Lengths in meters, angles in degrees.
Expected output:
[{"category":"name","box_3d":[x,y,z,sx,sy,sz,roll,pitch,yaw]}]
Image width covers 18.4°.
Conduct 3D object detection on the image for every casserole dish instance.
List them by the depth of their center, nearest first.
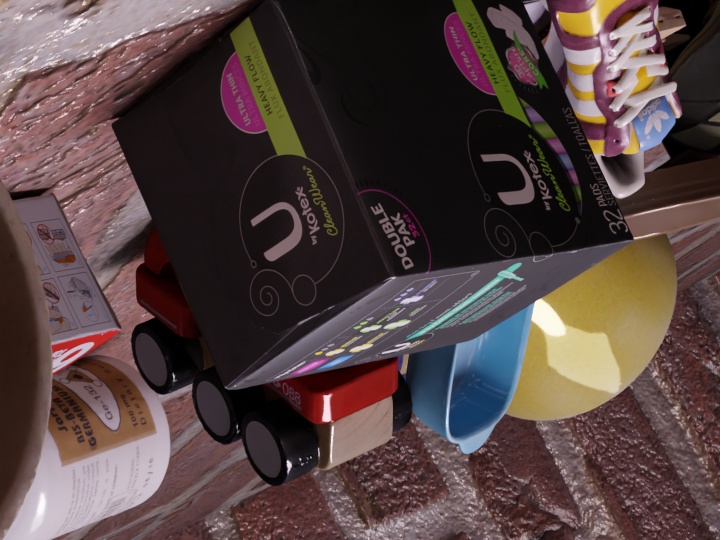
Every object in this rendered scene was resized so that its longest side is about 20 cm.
[{"category":"casserole dish","box_3d":[0.070,0.008,1.316,0.039,0.201,0.121,16,-165,22]}]

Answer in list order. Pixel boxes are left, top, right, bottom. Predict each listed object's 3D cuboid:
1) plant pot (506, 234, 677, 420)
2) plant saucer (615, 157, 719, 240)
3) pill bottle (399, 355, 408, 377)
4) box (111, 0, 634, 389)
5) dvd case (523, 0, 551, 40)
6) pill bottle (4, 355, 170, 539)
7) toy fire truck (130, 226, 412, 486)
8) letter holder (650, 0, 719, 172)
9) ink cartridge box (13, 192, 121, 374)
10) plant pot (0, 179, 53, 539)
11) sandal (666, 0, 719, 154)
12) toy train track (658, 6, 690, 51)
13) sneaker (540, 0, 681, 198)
[{"category":"plant pot","box_3d":[0.123,-0.002,1.700,0.200,0.200,0.142,-30,145,18]},{"category":"plant saucer","box_3d":[0.182,-0.041,1.430,0.199,0.030,0.200,-12,176,-1]},{"category":"pill bottle","box_3d":[-0.013,0.055,1.774,0.112,0.112,0.200,-35,169,40]},{"category":"box","box_3d":[0.009,-0.043,1.083,0.124,0.149,0.200,-34,164,37]},{"category":"dvd case","box_3d":[0.052,-0.119,1.257,0.149,0.016,0.200,-34,170,37]},{"category":"pill bottle","box_3d":[-0.233,0.131,1.519,0.114,0.115,0.200,-34,170,35]},{"category":"toy fire truck","box_3d":[-0.066,0.002,1.269,0.128,0.176,0.200,-21,128,-32]},{"category":"letter holder","box_3d":[0.230,-0.138,1.429,0.200,0.101,0.142,-34,168,37]},{"category":"ink cartridge box","box_3d":[-0.247,0.047,1.072,0.175,0.084,0.200,-32,171,29]},{"category":"plant pot","box_3d":[-0.240,0.036,0.754,0.183,0.201,0.200,-20,178,37]},{"category":"sandal","box_3d":[0.242,-0.151,1.329,0.057,0.080,0.201,-70,-178,-54]},{"category":"toy train track","box_3d":[0.126,-0.129,1.382,0.115,0.033,0.200,-17,173,-35]},{"category":"sneaker","box_3d":[0.143,-0.117,1.204,0.075,0.090,0.200,-30,158,-13]}]
